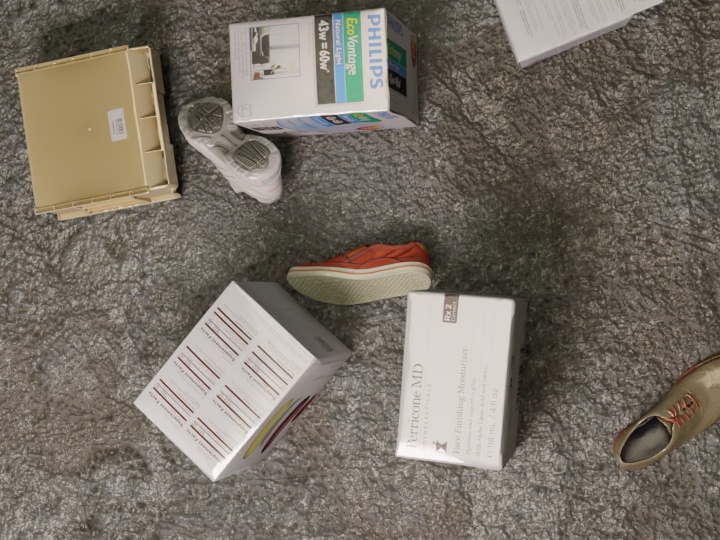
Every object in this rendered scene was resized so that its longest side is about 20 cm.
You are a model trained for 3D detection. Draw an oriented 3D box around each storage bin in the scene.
[{"bbox_3d":[-0.349,-0.186,1.738,0.196,0.094,0.203,-9,87,12],"label":"storage bin"}]

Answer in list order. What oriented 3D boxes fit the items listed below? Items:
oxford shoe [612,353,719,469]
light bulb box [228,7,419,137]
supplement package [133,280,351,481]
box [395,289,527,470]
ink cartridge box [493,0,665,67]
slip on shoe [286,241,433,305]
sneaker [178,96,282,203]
[{"bbox_3d":[0.393,0.177,1.571,0.200,0.075,0.071,-45,80,8],"label":"oxford shoe"},{"bbox_3d":[-0.040,-0.243,1.615,0.198,0.198,0.126,-3,90,14],"label":"light bulb box"},{"bbox_3d":[-0.144,0.135,1.634,0.147,0.191,0.200,42,98,11],"label":"supplement package"},{"bbox_3d":[0.127,0.127,1.569,0.129,0.200,0.202,4,90,12],"label":"box"},{"bbox_3d":[0.259,-0.386,1.630,0.198,0.043,0.198,-20,83,9],"label":"ink cartridge box"},{"bbox_3d":[0.000,0.000,1.675,0.198,0.074,0.062,-7,53,18],"label":"slip on shoe"},{"bbox_3d":[-0.173,-0.151,1.705,0.078,0.100,0.200,-34,55,-16],"label":"sneaker"}]
